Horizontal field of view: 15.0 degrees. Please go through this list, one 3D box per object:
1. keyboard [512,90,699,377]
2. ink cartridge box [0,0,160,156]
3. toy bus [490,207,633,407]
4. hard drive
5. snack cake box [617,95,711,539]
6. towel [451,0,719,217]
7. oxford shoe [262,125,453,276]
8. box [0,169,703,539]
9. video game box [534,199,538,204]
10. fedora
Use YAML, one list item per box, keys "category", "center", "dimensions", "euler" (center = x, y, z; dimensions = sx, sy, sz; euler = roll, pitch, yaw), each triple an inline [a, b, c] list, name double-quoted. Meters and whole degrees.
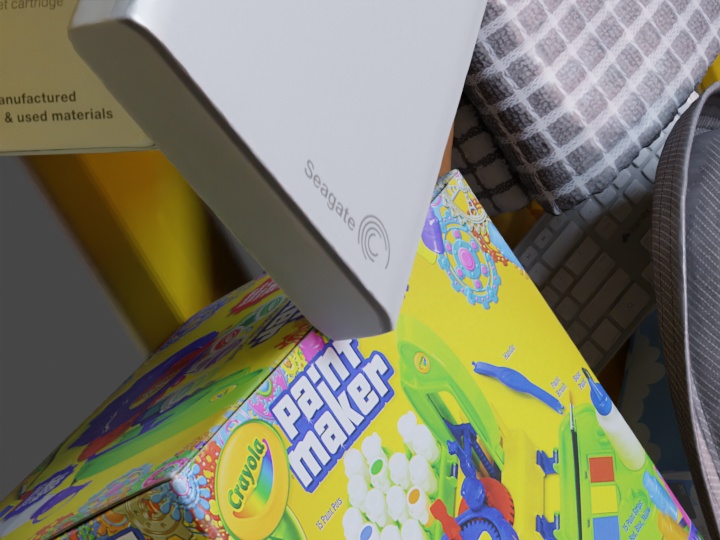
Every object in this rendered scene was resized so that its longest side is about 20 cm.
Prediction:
- category: "keyboard"
  center: [0.069, 0.019, 1.000]
  dimensions: [0.056, 0.011, 0.200]
  euler: [42, 82, -11]
- category: "ink cartridge box"
  center: [-0.065, -0.139, 0.767]
  dimensions: [0.145, 0.083, 0.201]
  euler: [-21, 108, -63]
- category: "toy bus"
  center: [0.076, 0.036, 1.079]
  dimensions: [0.200, 0.078, 0.065]
  euler: [62, 37, -46]
- category: "hard drive"
  center: [-0.007, -0.101, 0.740]
  dimensions: [0.132, 0.027, 0.200]
  euler: [50, 45, -41]
- category: "snack cake box"
  center: [0.155, 0.036, 1.079]
  dimensions: [0.115, 0.067, 0.200]
  euler: [63, 31, -41]
- category: "towel"
  center: [0.071, -0.140, 0.967]
  dimensions: [0.166, 0.085, 0.200]
  euler: [53, 56, -21]
- category: "oxford shoe"
  center: [0.000, 0.000, 0.896]
  dimensions: [0.071, 0.071, 0.201]
  euler: [-83, 172, -66]
- category: "box"
  center: [0.002, 0.109, 0.790]
  dimensions: [0.193, 0.122, 0.200]
  euler: [56, 33, -8]
- category: "video game box"
  center: [0.065, -0.139, 1.096]
  dimensions: [0.200, 0.047, 0.183]
  euler: [32, 60, -61]
- category: "fedora"
  center: [0.174, 0.026, 0.937]
  dimensions: [0.177, 0.090, 0.201]
  euler: [-6, 84, -61]
